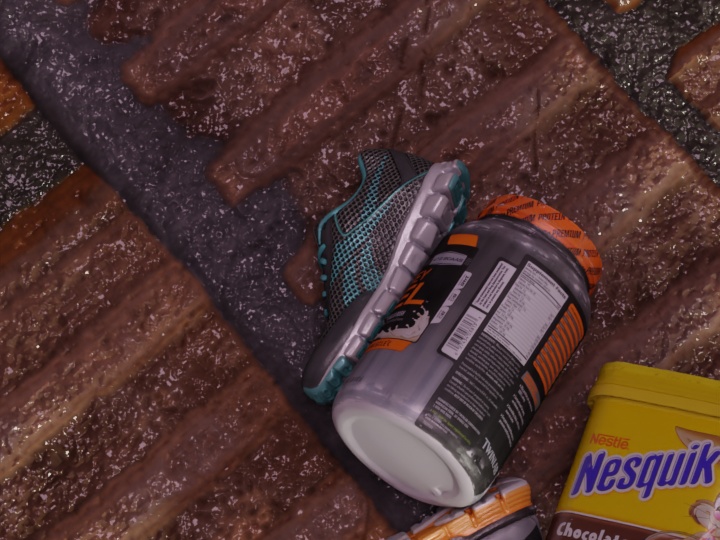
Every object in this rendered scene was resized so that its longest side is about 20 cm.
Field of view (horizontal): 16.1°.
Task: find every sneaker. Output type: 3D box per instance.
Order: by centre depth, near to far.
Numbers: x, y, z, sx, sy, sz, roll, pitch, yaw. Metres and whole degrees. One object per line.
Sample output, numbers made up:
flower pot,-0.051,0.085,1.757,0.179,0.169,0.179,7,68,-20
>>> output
sneaker,0.040,0.218,1.744,0.199,0.078,0.078,-27,97,-2
sneaker,0.000,0.000,1.805,0.091,0.078,0.201,23,72,20

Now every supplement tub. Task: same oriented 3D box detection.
supplement tub,0.078,0.052,1.749,0.122,0.123,0.200,32,64,6

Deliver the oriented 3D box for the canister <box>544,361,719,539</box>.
canister,0.200,0.176,1.721,0.148,0.087,0.201,10,67,30
